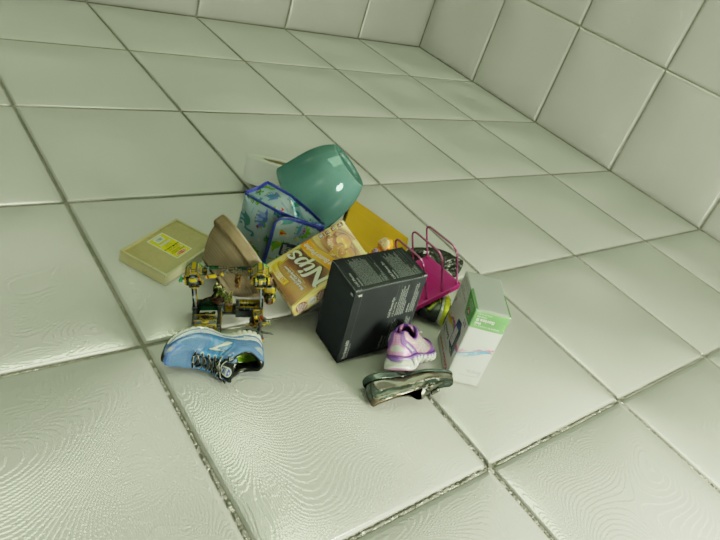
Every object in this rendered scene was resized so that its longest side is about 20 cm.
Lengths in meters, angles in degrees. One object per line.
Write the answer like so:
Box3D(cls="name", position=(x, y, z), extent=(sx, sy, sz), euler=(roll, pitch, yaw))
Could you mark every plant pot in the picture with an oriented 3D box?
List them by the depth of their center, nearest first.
Box3D(cls="plant pot", position=(-0.275, -0.012, 1.363), extent=(0.092, 0.202, 0.201), euler=(-36, 56, -14))
Box3D(cls="plant pot", position=(-0.091, -0.223, 1.611), extent=(0.201, 0.160, 0.201), euler=(51, 15, -19))

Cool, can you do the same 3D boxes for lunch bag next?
Box3D(cls="lunch bag", position=(-0.190, -0.082, 1.490), extent=(0.198, 0.172, 0.127), euler=(30, 33, 11))

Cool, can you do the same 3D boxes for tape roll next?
Box3D(cls="tape roll", position=(-0.229, -0.269, 1.784), extent=(0.199, 0.072, 0.203), euler=(14, 14, -3))

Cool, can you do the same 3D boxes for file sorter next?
Box3D(cls="file sorter", position=(0.122, -0.003, 1.521), extent=(0.198, 0.127, 0.139), euler=(-25, 42, -20))

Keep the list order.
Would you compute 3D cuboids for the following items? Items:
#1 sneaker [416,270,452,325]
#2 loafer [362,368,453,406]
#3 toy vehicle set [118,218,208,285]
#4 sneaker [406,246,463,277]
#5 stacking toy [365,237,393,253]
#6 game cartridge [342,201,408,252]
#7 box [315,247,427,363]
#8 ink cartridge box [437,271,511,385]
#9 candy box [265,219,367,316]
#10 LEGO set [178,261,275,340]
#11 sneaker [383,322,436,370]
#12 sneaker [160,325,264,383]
Box3D(cls="sneaker", position=(0.183, 0.053, 1.594), extent=(0.083, 0.075, 0.201), euler=(17, 32, -5))
Box3D(cls="loafer", position=(0.101, 0.242, 1.286), extent=(0.197, 0.072, 0.064), euler=(0, 56, -19))
Box3D(cls="toy vehicle set", position=(-0.429, -0.047, 1.434), extent=(0.123, 0.027, 0.200), euler=(28, 33, 10))
Box3D(cls="sneaker", position=(0.187, -0.029, 1.728), extent=(0.198, 0.077, 0.091), euler=(13, 20, -40))
Box3D(cls="stacking toy", position=(0.000, 0.000, 1.428), extent=(0.109, 0.200, 0.116), euler=(34, 16, -43))
Box3D(cls="game cartridge", position=(0.034, -0.076, 1.654), extent=(0.199, 0.032, 0.178), euler=(34, 40, -17))
Box3D(cls="box", position=(0.020, 0.071, 1.338), extent=(0.180, 0.202, 0.104), euler=(-12, 44, -33))
Box3D(cls="ink cartridge box", position=(0.246, 0.129, 1.400), extent=(0.086, 0.202, 0.146), euler=(12, 33, -8))
Box3D(cls="candy box", position=(-0.089, -0.007, 1.355), extent=(0.199, 0.055, 0.116), euler=(-31, 67, -14))
Box3D(cls="LEGO set", position=(-0.261, 0.068, 1.247), extent=(0.197, 0.155, 0.116), euler=(7, 34, -15))
Box3D(cls="sneaker", position=(0.107, 0.153, 1.340), extent=(0.079, 0.090, 0.200), euler=(-3, 0, 22))
Box3D(cls="sneaker", position=(-0.267, 0.158, 1.174), extent=(0.197, 0.079, 0.089), euler=(1, 34, -29))
